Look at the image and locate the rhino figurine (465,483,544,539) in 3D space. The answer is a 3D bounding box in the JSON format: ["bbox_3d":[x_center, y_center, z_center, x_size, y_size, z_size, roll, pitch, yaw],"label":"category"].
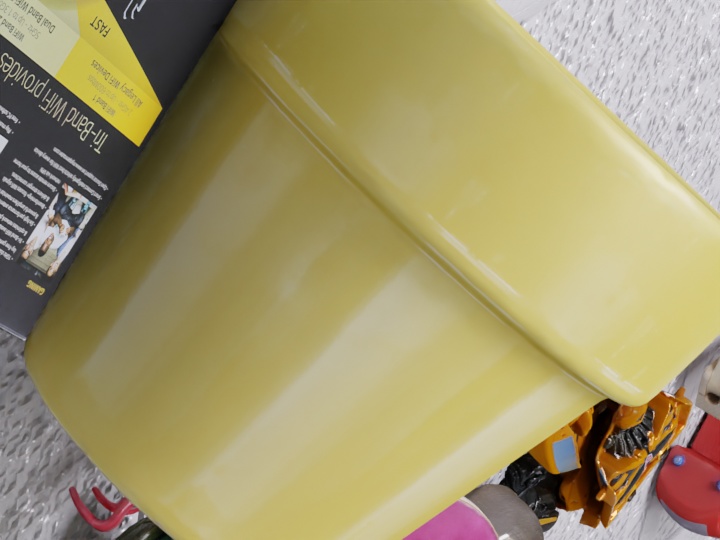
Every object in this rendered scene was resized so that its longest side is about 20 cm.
[{"bbox_3d":[0.018,0.170,1.231,0.200,0.060,0.088,-37,133,-38],"label":"rhino figurine"}]

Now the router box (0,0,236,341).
[{"bbox_3d":[-0.109,-0.083,0.730,0.158,0.052,0.200,-58,155,-5],"label":"router box"}]

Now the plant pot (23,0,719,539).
[{"bbox_3d":[0.000,0.000,0.881,0.189,0.201,0.201,-48,156,7],"label":"plant pot"}]

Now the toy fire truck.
[{"bbox_3d":[0.221,0.054,1.508,0.200,0.049,0.141,-61,155,2],"label":"toy fire truck"}]

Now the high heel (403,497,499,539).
[{"bbox_3d":[-0.002,0.120,1.120,0.096,0.067,0.200,-64,152,-17],"label":"high heel"}]

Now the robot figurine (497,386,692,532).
[{"bbox_3d":[0.113,0.051,1.287,0.145,0.058,0.200,-49,152,-21],"label":"robot figurine"}]

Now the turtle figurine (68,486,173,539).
[{"bbox_3d":[-0.066,0.144,0.995,0.149,0.101,0.200,1,134,-39],"label":"turtle figurine"}]
